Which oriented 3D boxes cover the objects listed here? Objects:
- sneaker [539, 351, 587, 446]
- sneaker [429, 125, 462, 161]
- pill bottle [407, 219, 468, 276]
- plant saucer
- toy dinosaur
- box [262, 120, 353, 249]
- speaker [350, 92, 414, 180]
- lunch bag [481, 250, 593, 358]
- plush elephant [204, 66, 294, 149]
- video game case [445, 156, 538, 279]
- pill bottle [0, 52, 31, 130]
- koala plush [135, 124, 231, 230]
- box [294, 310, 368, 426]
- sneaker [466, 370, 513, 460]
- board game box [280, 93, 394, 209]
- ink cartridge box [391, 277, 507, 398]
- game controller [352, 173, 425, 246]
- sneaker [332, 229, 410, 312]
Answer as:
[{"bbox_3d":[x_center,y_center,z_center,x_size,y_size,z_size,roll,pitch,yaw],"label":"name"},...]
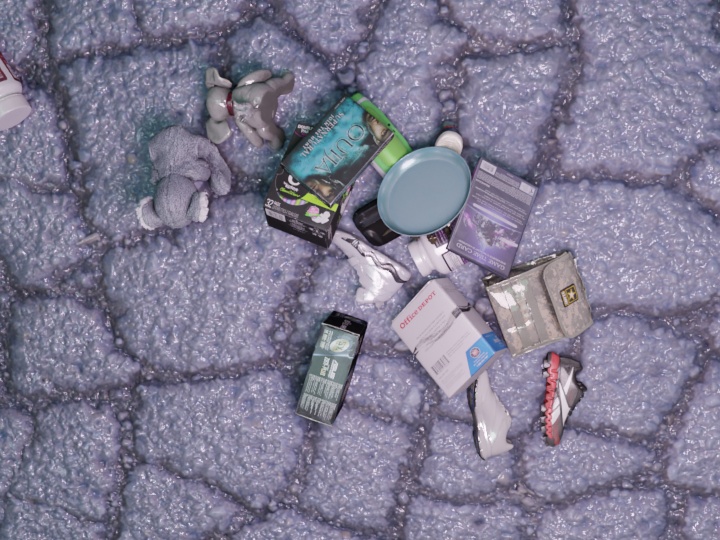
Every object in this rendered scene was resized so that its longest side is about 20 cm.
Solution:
[{"bbox_3d":[0.429,0.276,1.748,0.096,0.071,0.204,4,95,9],"label":"sneaker"},{"bbox_3d":[0.161,-0.213,1.738,0.074,0.085,0.202,23,123,-8],"label":"sneaker"},{"bbox_3d":[0.201,-0.069,1.721,0.198,0.112,0.114,-28,92,9],"label":"pill bottle"},{"bbox_3d":[0.128,-0.152,1.636,0.197,0.027,0.203,-12,60,22],"label":"plant saucer"},{"bbox_3d":[0.142,-0.106,1.669,0.198,0.103,0.077,-26,128,17],"label":"toy dinosaur"},{"bbox_3d":[-0.096,-0.176,1.710,0.146,0.124,0.203,21,75,4],"label":"box"},{"bbox_3d":[0.036,-0.273,1.735,0.088,0.088,0.201,-41,90,9],"label":"speaker"},{"bbox_3d":[0.373,0.066,1.712,0.197,0.118,0.166,-21,98,6],"label":"lunch bag"},{"bbox_3d":[-0.253,-0.346,1.733,0.153,0.199,0.168,15,105,23],"label":"plush elephant"},{"bbox_3d":[0.263,-0.105,1.640,0.141,0.019,0.203,25,78,-15],"label":"video game case"},{"bbox_3d":[-0.818,-0.417,1.811,0.113,0.114,0.202,-33,91,9],"label":"pill bottle"},{"bbox_3d":[-0.377,-0.173,1.709,0.174,0.185,0.203,-2,55,9],"label":"koala plush"},{"bbox_3d":[-0.058,0.203,1.755,0.085,0.164,0.203,18,97,5],"label":"box"},{"bbox_3d":[0.279,0.303,1.780,0.086,0.075,0.204,-10,101,-4],"label":"sneaker"},{"bbox_3d":[-0.045,-0.240,1.649,0.135,0.028,0.201,39,78,9],"label":"board game box"},{"bbox_3d":[0.182,0.136,1.717,0.145,0.084,0.201,-47,71,23],"label":"ink cartridge box"},{"bbox_3d":[0.082,-0.124,1.738,0.198,0.043,0.104,-28,131,22],"label":"game controller"},{"bbox_3d":[0.000,0.000,1.771,0.198,0.075,0.116,31,96,0],"label":"sneaker"}]
